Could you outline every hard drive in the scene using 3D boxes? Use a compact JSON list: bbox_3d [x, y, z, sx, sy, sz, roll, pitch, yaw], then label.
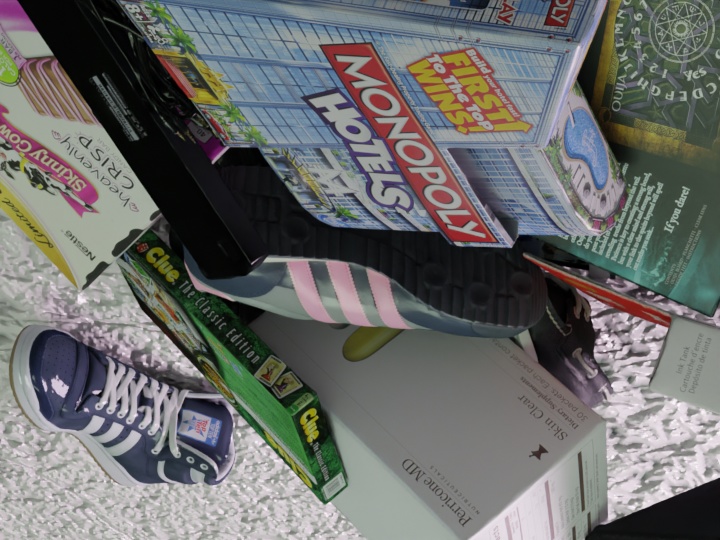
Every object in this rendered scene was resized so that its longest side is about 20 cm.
[{"bbox_3d":[0.247,0.137,0.884,0.198,0.033,0.139,-15,-179,-29],"label":"hard drive"}]

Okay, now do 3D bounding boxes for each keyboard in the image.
[{"bbox_3d":[-0.096,-0.086,0.707,0.201,0.040,0.104,56,158,-15],"label":"keyboard"}]

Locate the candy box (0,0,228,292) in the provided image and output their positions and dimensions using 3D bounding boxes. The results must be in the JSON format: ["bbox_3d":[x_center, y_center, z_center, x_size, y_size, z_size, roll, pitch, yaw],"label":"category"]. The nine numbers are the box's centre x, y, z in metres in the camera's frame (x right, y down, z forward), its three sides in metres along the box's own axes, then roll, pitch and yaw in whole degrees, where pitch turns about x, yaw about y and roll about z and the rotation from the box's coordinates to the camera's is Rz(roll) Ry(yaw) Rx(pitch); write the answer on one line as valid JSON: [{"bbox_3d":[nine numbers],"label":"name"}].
[{"bbox_3d":[-0.133,-0.093,0.785,0.136,0.061,0.200,46,137,-5],"label":"candy box"}]

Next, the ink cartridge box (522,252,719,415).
[{"bbox_3d":[0.185,0.051,0.836,0.175,0.045,0.200,19,179,23],"label":"ink cartridge box"}]

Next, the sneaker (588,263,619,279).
[{"bbox_3d":[0.157,-0.072,0.748,0.078,0.079,0.202,8,133,6],"label":"sneaker"}]

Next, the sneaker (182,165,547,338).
[{"bbox_3d":[0.000,0.000,0.826,0.198,0.071,0.082,16,149,-7],"label":"sneaker"}]

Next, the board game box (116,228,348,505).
[{"bbox_3d":[-0.084,0.046,0.906,0.200,0.023,0.105,42,159,32],"label":"board game box"}]

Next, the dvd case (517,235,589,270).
[{"bbox_3d":[0.090,-0.055,0.858,0.197,0.018,0.143,9,145,1],"label":"dvd case"}]

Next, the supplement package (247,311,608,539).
[{"bbox_3d":[0.041,0.103,0.919,0.200,0.111,0.157,40,159,32],"label":"supplement package"}]

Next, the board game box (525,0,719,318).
[{"bbox_3d":[0.133,-0.088,0.681,0.134,0.028,0.202,25,127,11],"label":"board game box"}]

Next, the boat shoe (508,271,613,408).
[{"bbox_3d":[0.112,0.033,0.928,0.060,0.076,0.200,-30,149,-2],"label":"boat shoe"}]

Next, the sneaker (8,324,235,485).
[{"bbox_3d":[-0.158,0.097,1.080,0.107,0.071,0.200,-1,150,23],"label":"sneaker"}]

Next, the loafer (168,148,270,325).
[{"bbox_3d":[-0.080,-0.022,0.901,0.069,0.069,0.201,1,147,1],"label":"loafer"}]

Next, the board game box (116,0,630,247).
[{"bbox_3d":[0.029,-0.075,0.632,0.198,0.062,0.200,4,146,36],"label":"board game box"}]
